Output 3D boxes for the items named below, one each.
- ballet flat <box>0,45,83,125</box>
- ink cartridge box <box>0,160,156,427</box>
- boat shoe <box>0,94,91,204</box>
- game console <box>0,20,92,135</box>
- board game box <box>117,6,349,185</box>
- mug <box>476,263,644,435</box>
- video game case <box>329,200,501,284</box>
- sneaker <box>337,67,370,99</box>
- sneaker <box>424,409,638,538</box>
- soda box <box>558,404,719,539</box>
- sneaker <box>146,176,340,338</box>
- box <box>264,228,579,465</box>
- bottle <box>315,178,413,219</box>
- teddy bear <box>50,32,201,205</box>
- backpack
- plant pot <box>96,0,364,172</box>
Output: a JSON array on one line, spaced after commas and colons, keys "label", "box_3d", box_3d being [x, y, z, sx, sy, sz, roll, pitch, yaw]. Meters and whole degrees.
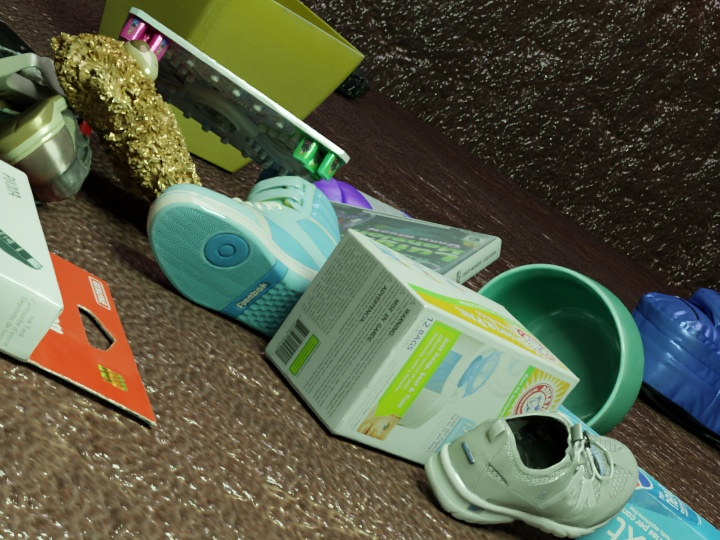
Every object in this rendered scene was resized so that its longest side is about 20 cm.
[{"label": "ballet flat", "box_3d": [-0.273, -0.148, 1.178, 0.074, 0.075, 0.199, 42, 15, 34]}, {"label": "ink cartridge box", "box_3d": [-0.193, -0.007, 0.921, 0.173, 0.044, 0.200, 29, 12, -27]}, {"label": "boat shoe", "box_3d": [-0.218, -0.077, 1.101, 0.066, 0.071, 0.201, 59, -7, -11]}, {"label": "game console", "box_3d": [-0.320, -0.174, 1.316, 0.200, 0.031, 0.176, 42, 17, 34]}, {"label": "board game box", "box_3d": [-0.116, -0.125, 1.303, 0.199, 0.026, 0.200, 35, -10, -9]}, {"label": "mug", "box_3d": [0.158, 0.068, 1.407, 0.185, 0.153, 0.114, 39, 8, 24]}, {"label": "video game case", "box_3d": [0.000, -0.022, 1.352, 0.198, 0.024, 0.182, 13, 17, 18]}, {"label": "sneaker", "box_3d": [-0.029, -0.354, 2.921, 0.091, 0.076, 0.200, 43, 13, 10]}, {"label": "sneaker", "box_3d": [0.140, 0.138, 1.135, 0.199, 0.082, 0.075, 4, 50, -46]}, {"label": "soda box", "box_3d": [0.183, 0.173, 1.254, 0.199, 0.068, 0.064, 39, 11, 16]}, {"label": "sneaker", "box_3d": [-0.083, -0.032, 1.187, 0.200, 0.079, 0.132, 38, 31, -40]}, {"label": "box", "box_3d": [0.048, 0.068, 1.167, 0.199, 0.113, 0.101, 26, 14, -46]}, {"label": "bottle", "box_3d": [-0.013, -0.048, 1.618, 0.199, 0.066, 0.083, 24, 15, -48]}, {"label": "teddy bear", "box_3d": [-0.156, -0.100, 1.204, 0.145, 0.066, 0.201, -106, 171, -63]}, {"label": "backpack", "box_3d": [0.430, 0.108, 2.080, 0.199, 0.169, 0.163, 28, 5, -17]}, {"label": "plant pot", "box_3d": [-0.153, -0.221, 1.625, 0.199, 0.177, 0.200, 23, 16, -46]}]
